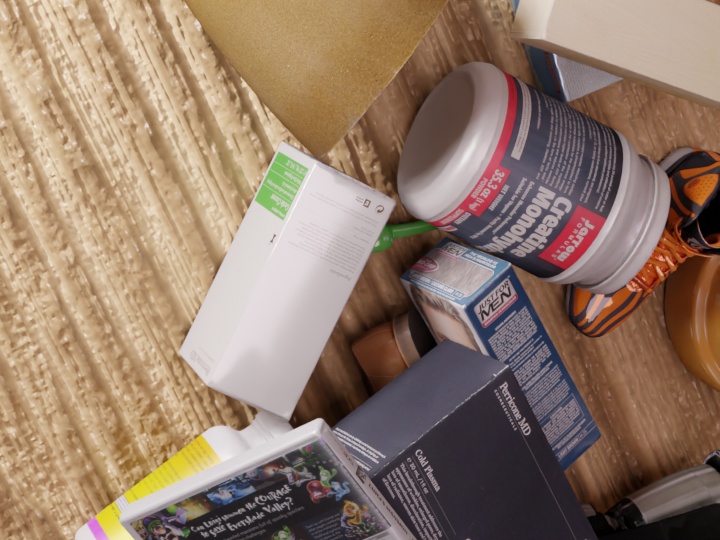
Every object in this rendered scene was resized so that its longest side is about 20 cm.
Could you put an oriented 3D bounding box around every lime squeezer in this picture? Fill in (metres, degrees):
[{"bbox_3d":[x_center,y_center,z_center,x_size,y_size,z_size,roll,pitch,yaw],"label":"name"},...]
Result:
[{"bbox_3d":[0.000,0.000,1.661,0.200,0.038,0.071,-45,144,-5],"label":"lime squeezer"}]

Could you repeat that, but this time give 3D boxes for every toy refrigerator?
[{"bbox_3d":[0.229,-0.196,1.599,0.199,0.070,0.076,15,92,-23],"label":"toy refrigerator"}]

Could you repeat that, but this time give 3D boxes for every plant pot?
[{"bbox_3d":[-0.053,-0.223,1.521,0.200,0.186,0.187,38,89,-9],"label":"plant pot"},{"bbox_3d":[0.399,0.038,1.722,0.199,0.183,0.201,-4,104,-18],"label":"plant pot"}]

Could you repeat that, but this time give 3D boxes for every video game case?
[{"bbox_3d":[-0.059,0.219,1.522,0.199,0.023,0.182,-26,114,27],"label":"video game case"}]

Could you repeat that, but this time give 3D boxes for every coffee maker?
[{"bbox_3d":[0.262,0.271,1.727,0.199,0.192,0.135,-16,124,-13],"label":"coffee maker"}]

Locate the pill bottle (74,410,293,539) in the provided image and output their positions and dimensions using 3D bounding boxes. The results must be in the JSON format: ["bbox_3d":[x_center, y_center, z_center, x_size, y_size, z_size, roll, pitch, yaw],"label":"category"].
[{"bbox_3d":[-0.131,0.200,1.619,0.200,0.104,0.104,-38,112,-8],"label":"pill bottle"}]

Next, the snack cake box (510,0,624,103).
[{"bbox_3d":[0.182,-0.256,1.640,0.114,0.067,0.201,-22,109,-12],"label":"snack cake box"}]

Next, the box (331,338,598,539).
[{"bbox_3d":[0.070,0.195,1.608,0.182,0.104,0.201,-36,116,-17],"label":"box"}]

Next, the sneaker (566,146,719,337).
[{"bbox_3d":[0.262,-0.021,1.699,0.077,0.112,0.200,35,90,-23],"label":"sneaker"}]

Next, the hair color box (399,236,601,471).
[{"bbox_3d":[0.120,0.074,1.660,0.060,0.100,0.201,-40,121,-17],"label":"hair color box"}]

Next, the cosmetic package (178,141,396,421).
[{"bbox_3d":[-0.061,0.008,1.597,0.085,0.108,0.201,26,92,-23],"label":"cosmetic package"}]

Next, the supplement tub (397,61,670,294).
[{"bbox_3d":[0.144,-0.074,1.630,0.199,0.140,0.141,25,94,-22],"label":"supplement tub"}]

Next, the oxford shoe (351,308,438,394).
[{"bbox_3d":[0.055,0.125,1.698,0.071,0.071,0.201,-20,114,18],"label":"oxford shoe"}]
